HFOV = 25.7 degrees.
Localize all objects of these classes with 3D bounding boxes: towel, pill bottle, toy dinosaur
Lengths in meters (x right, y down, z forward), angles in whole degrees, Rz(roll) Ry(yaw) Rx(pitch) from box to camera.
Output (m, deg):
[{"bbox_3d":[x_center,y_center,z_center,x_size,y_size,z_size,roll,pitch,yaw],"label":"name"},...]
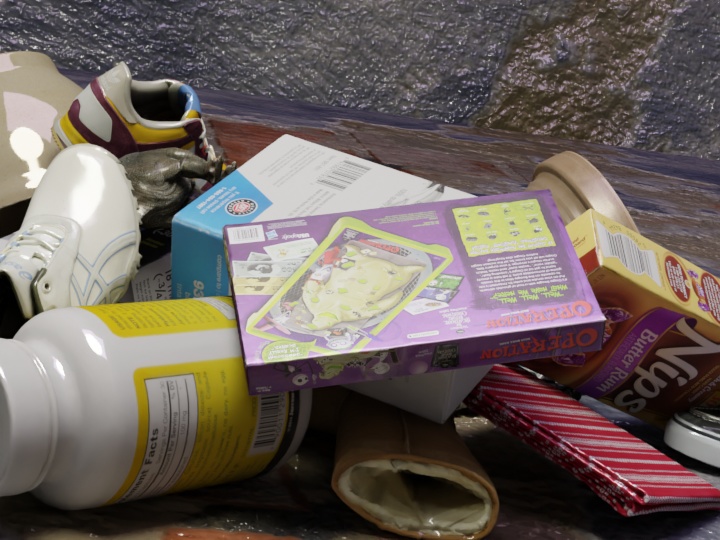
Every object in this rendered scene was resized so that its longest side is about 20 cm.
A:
[{"bbox_3d":[0.131,0.104,1.032,0.200,0.023,0.144,32,11,32],"label":"towel"},{"bbox_3d":[-0.133,0.073,0.883,0.111,0.112,0.200,20,15,42],"label":"pill bottle"},{"bbox_3d":[-0.142,-0.061,1.122,0.102,0.077,0.200,12,22,10],"label":"toy dinosaur"}]

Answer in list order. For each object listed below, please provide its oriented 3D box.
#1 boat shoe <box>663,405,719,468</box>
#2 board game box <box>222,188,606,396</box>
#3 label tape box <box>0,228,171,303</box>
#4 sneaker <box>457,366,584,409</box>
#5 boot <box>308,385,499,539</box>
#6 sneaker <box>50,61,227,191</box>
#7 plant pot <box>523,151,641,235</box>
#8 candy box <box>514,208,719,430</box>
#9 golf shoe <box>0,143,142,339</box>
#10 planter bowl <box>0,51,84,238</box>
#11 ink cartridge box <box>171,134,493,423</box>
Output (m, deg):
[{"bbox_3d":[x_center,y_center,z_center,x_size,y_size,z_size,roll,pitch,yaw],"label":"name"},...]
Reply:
[{"bbox_3d":[0.320,0.112,1.138,0.199,0.071,0.072,7,12,-5],"label":"boat shoe"},{"bbox_3d":[0.027,0.009,0.898,0.199,0.032,0.120,-6,38,-7],"label":"board game box"},{"bbox_3d":[-0.177,-0.005,1.186,0.144,0.063,0.200,16,33,40],"label":"label tape box"},{"bbox_3d":[0.075,0.072,1.200,0.199,0.079,0.090,8,-8,-20],"label":"sneaker"},{"bbox_3d":[-0.008,0.096,0.985,0.175,0.066,0.200,8,13,-4],"label":"boot"},{"bbox_3d":[-0.138,-0.094,1.215,0.200,0.090,0.075,20,32,-51],"label":"sneaker"},{"bbox_3d":[0.172,0.010,1.316,0.092,0.201,0.201,-25,19,-9],"label":"plant pot"},{"bbox_3d":[0.197,0.042,1.124,0.200,0.117,0.057,23,45,-32],"label":"candy box"},{"bbox_3d":[-0.187,0.003,0.950,0.078,0.201,0.097,3,-23,12],"label":"golf shoe"},{"bbox_3d":[-0.286,-0.094,1.284,0.200,0.135,0.200,-20,-9,-3],"label":"planter bowl"},{"bbox_3d":[0.000,0.000,1.010,0.199,0.084,0.145,19,33,21],"label":"ink cartridge box"}]
